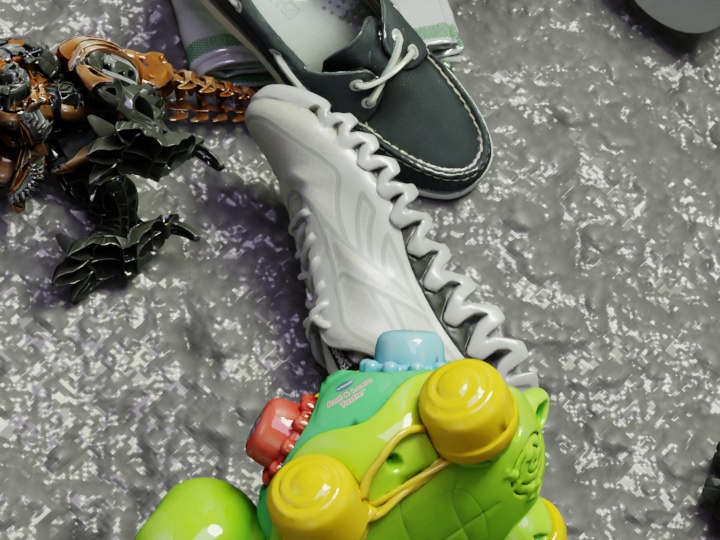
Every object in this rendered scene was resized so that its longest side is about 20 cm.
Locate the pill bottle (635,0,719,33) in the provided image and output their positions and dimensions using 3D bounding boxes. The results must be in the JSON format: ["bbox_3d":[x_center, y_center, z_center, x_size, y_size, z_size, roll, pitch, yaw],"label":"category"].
[{"bbox_3d":[0.225,-0.216,1.326,0.104,0.104,0.200,38,59,11],"label":"pill bottle"}]

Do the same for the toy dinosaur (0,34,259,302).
[{"bbox_3d":[-0.133,-0.076,1.173,0.200,0.102,0.136,-22,51,-13],"label":"toy dinosaur"}]

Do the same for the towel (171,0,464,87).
[{"bbox_3d":[-0.035,-0.188,1.295,0.149,0.031,0.200,-4,60,-16],"label":"towel"}]

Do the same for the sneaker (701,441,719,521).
[{"bbox_3d":[0.242,0.053,1.187,0.098,0.071,0.200,24,59,3],"label":"sneaker"}]

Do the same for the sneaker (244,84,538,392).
[{"bbox_3d":[0.000,0.000,1.152,0.081,0.075,0.200,-35,85,-13],"label":"sneaker"}]

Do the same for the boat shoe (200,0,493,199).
[{"bbox_3d":[-0.010,-0.111,1.208,0.200,0.060,0.076,37,78,-7],"label":"boat shoe"}]

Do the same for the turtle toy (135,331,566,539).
[{"bbox_3d":[-0.006,0.102,1.060,0.200,0.146,0.101,-31,49,-7],"label":"turtle toy"}]
